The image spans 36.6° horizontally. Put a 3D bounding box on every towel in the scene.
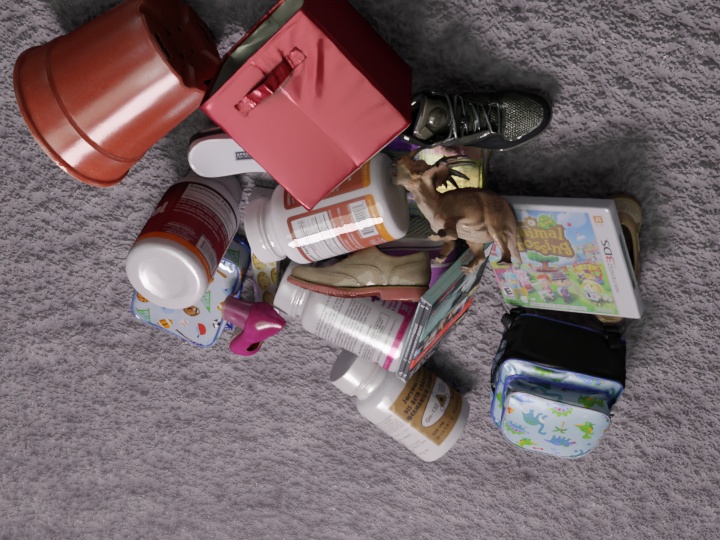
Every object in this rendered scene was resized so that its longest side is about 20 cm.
[{"bbox_3d":[0.073,-0.132,1.429,0.198,0.023,0.145,7,130,13],"label":"towel"}]

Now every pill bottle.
[{"bbox_3d":[-0.229,-0.052,1.467,0.112,0.201,0.114,9,131,10],"label":"pill bottle"},{"bbox_3d":[0.057,0.186,1.632,0.199,0.115,0.114,37,129,-14],"label":"pill bottle"},{"bbox_3d":[-0.045,-0.074,1.411,0.198,0.113,0.113,-14,123,19],"label":"pill bottle"},{"bbox_3d":[-0.015,0.052,1.541,0.198,0.114,0.114,25,132,3],"label":"pill bottle"}]

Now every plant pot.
[{"bbox_3d":[-0.289,-0.238,1.352,0.194,0.202,0.201,-28,117,24],"label":"plant pot"}]

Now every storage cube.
[{"bbox_3d":[-0.058,-0.212,1.277,0.171,0.201,0.180,-39,112,22],"label":"storage cube"}]

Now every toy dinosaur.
[{"bbox_3d":[0.136,-0.076,1.353,0.198,0.137,0.086,18,159,-19],"label":"toy dinosaur"}]

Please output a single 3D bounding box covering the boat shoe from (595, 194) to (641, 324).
[{"bbox_3d":[0.329,-0.001,1.428,0.070,0.065,0.202,4,129,14],"label":"boat shoe"}]

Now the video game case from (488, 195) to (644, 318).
[{"bbox_3d":[0.251,-0.018,1.402,0.198,0.022,0.183,5,134,37],"label":"video game case"}]

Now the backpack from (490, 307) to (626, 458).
[{"bbox_3d":[0.267,0.174,1.524,0.181,0.148,0.201,11,146,6],"label":"backpack"}]

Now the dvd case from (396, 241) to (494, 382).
[{"bbox_3d":[0.113,0.052,1.463,0.022,0.146,0.201,37,149,15],"label":"dvd case"}]

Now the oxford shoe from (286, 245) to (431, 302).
[{"bbox_3d":[0.000,0.000,1.446,0.197,0.070,0.076,4,88,12],"label":"oxford shoe"}]

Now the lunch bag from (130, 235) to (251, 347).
[{"bbox_3d":[-0.249,0.019,1.618,0.159,0.076,0.201,22,131,-5],"label":"lunch bag"}]

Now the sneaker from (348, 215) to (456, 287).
[{"bbox_3d":[0.032,-0.019,1.503,0.198,0.073,0.115,7,133,11],"label":"sneaker"}]

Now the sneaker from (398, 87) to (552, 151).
[{"bbox_3d":[0.129,-0.179,1.305,0.197,0.114,0.077,2,101,11],"label":"sneaker"}]

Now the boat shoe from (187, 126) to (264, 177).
[{"bbox_3d":[-0.128,-0.163,1.437,0.197,0.068,0.072,-6,122,-6],"label":"boat shoe"}]

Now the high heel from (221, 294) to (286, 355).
[{"bbox_3d":[-0.145,0.098,1.612,0.095,0.068,0.200,21,165,12],"label":"high heel"}]

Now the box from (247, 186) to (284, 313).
[{"bbox_3d":[-0.134,-0.026,1.567,0.041,0.039,0.202,9,130,9],"label":"box"}]
